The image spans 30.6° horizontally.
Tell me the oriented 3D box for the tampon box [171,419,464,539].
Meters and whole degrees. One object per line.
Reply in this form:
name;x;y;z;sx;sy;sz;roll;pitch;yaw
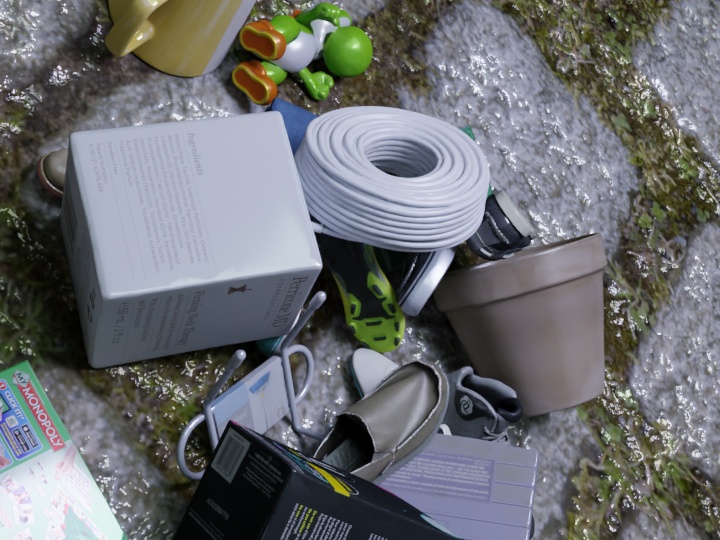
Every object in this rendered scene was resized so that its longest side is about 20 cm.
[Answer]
tampon box;-0.035;0.239;1.147;0.199;0.150;0.127;28;87;-30

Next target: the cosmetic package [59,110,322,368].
cosmetic package;-0.163;-0.029;1.220;0.199;0.168;0.167;-9;68;-19

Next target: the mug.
mug;-0.176;-0.298;1.413;0.149;0.153;0.188;24;53;-24

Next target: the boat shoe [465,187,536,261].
boat shoe;0.147;-0.045;1.427;0.072;0.068;0.200;49;8;5

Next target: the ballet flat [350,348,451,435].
ballet flat;0.060;0.161;1.375;0.069;0.069;0.201;-16;74;-41

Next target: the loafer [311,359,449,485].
loafer;0.016;0.160;1.281;0.075;0.070;0.200;32;66;23

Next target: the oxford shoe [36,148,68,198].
oxford shoe;-0.222;-0.103;1.316;0.199;0.075;0.071;1;64;-36

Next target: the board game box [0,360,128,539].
board game box;-0.295;0.190;1.122;0.134;0.029;0.201;-25;80;-43

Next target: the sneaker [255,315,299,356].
sneaker;-0.100;-0.004;1.361;0.079;0.071;0.201;15;55;-16

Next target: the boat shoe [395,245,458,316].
boat shoe;0.068;-0.042;1.400;0.071;0.072;0.201;27;56;-7

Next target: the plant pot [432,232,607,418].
plant pot;0.192;0.066;1.466;0.199;0.199;0.175;-15;90;-41

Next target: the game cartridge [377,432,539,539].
game cartridge;0.071;0.222;1.296;0.198;0.039;0.130;7;54;10

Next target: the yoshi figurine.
yoshi figurine;-0.052;-0.252;1.515;0.200;0.112;0.113;-35;106;-51

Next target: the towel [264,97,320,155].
towel;-0.031;-0.106;1.476;0.199;0.048;0.112;26;56;-25

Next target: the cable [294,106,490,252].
cable;0.032;-0.097;1.319;0.199;0.070;0.200;17;36;4

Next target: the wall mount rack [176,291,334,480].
wall mount rack;-0.087;0.115;1.241;0.200;0.074;0.175;-37;130;-43

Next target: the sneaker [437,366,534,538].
sneaker;0.142;0.191;1.385;0.075;0.115;0.201;-28;82;-43

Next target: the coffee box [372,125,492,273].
coffee box;0.067;-0.080;1.473;0.199;0.044;0.124;-25;97;-42

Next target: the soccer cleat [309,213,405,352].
soccer cleat;0.001;0.000;1.387;0.084;0.064;0.201;-81;151;-52
